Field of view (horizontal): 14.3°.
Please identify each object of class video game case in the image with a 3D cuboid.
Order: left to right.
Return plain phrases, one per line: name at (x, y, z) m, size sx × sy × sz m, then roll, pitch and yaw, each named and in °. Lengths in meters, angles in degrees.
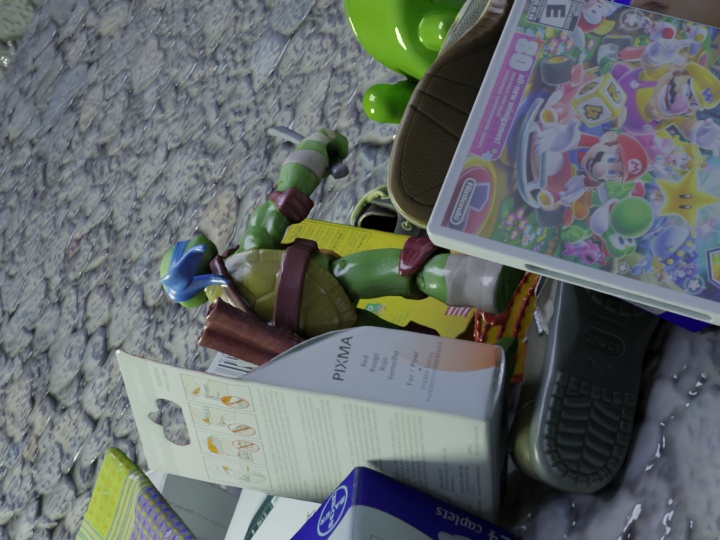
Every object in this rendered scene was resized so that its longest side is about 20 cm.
video game case at (0.148, -0.053, 1.384) m, size 0.018 × 0.199 × 0.144 m, roll 59°, pitch -130°, yaw -65°

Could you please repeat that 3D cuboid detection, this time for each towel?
towel at (-0.132, 0.204, 1.616) m, size 0.144 × 0.023 × 0.200 m, roll -60°, pitch 35°, yaw 15°

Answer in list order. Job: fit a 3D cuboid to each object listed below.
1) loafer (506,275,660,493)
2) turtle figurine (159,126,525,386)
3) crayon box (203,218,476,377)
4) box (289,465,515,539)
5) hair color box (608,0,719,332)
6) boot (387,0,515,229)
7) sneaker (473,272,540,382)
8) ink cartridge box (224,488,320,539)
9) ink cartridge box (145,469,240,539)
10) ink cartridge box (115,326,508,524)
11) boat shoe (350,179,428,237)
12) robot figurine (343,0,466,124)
loafer at (0.116, 0.023, 1.511) m, size 0.070 × 0.075 × 0.200 m, roll -19°, pitch 47°, yaw 59°
turtle figurine at (0.000, 0.000, 1.596) m, size 0.200 × 0.193 × 0.144 m, roll 24°, pitch -99°, yaw -72°
crayon box at (0.013, 0.044, 1.699) m, size 0.200 × 0.051 × 0.127 m, roll 12°, pitch 65°, yaw 45°
box at (-0.012, 0.242, 1.514) m, size 0.184 × 0.105 × 0.200 m, roll -50°, pitch 23°, yaw 36°
hair color box at (0.166, -0.083, 1.457) m, size 0.065 × 0.109 × 0.200 m, roll 140°, pitch 152°, yaw -71°
boot at (0.066, -0.092, 1.522) m, size 0.200 × 0.072 × 0.155 m, roll -62°, pitch 1°, yaw -17°
sneaker at (0.121, -0.029, 1.613) m, size 0.077 × 0.073 × 0.201 m, roll 29°, pitch -97°, yaw -76°
ink cartridge box at (-0.036, 0.178, 1.769) m, size 0.200 × 0.043 × 0.174 m, roll -29°, pitch 37°, yaw 60°
ink cartridge box at (-0.151, 0.247, 1.918) m, size 0.148 × 0.085 × 0.200 m, roll -33°, pitch 34°, yaw 58°
ink cartridge box at (-0.021, 0.076, 1.533) m, size 0.162 × 0.199 × 0.050 m, roll 84°, pitch -160°, yaw -63°
boat shoe at (0.026, -0.021, 1.843) m, size 0.072 × 0.060 × 0.202 m, roll -47°, pitch 24°, yaw 41°
robot figurine at (0.057, -0.181, 1.890) m, size 0.200 × 0.115 × 0.176 m, roll -149°, pitch 65°, yaw -72°
